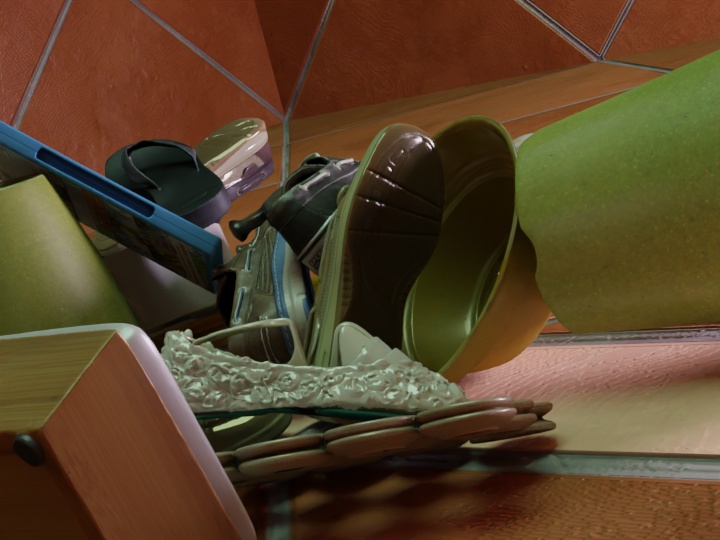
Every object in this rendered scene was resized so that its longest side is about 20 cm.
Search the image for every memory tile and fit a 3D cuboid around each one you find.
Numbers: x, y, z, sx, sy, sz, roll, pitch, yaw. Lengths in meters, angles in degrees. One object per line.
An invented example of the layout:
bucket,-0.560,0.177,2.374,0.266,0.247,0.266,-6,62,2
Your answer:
memory tile,0.000,0.096,0.796,0.199,0.017,0.153,-13,-10,16

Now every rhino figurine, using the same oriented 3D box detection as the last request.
rhino figurine,-0.045,-0.028,1.279,0.087,0.060,0.200,-32,-15,8

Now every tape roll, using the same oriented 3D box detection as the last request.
tape roll,-0.202,0.030,1.282,0.201,0.071,0.202,-23,-2,-1

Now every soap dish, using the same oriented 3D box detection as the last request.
soap dish,-0.162,0.109,0.732,0.199,0.158,0.081,-7,29,37

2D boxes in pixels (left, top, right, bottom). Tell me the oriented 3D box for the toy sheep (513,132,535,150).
toy sheep,0.151,-0.048,1.184,0.137,0.139,0.200,-19,-3,-24

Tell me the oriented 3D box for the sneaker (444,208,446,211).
sneaker,0.038,-0.030,1.164,0.074,0.079,0.200,-50,17,-12

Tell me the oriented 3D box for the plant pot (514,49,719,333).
plant pot,0.200,-0.043,0.893,0.183,0.202,0.200,-13,10,25

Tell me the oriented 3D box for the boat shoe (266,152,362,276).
boat shoe,-0.021,-0.057,1.079,0.071,0.064,0.200,-49,3,16

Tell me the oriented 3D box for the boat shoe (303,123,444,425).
boat shoe,0.002,0.001,0.970,0.073,0.202,0.063,14,-7,-31

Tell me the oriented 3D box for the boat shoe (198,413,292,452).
boat shoe,-0.144,0.105,0.950,0.199,0.063,0.073,-15,10,-5

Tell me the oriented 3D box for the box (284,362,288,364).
box,0.026,0.042,1.124,0.199,0.035,0.110,-21,12,-30

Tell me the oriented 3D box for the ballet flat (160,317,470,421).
ballet flat,-0.031,0.061,0.886,0.199,0.072,0.072,1,12,5

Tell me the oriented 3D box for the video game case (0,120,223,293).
video game case,-0.196,-0.048,1.123,0.018,0.199,0.143,-61,-2,-13

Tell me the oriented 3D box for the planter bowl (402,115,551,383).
planter bowl,0.077,0.004,0.996,0.083,0.202,0.200,22,-7,-26

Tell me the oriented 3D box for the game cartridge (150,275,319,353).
game cartridge,-0.073,0.031,1.245,0.199,0.033,0.176,-24,3,-41

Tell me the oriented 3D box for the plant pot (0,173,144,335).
plant pot,-0.246,0.038,1.067,0.186,0.201,0.187,-14,11,3

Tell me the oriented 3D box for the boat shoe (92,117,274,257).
boat shoe,-0.153,-0.062,1.330,0.200,0.065,0.072,-43,32,-27

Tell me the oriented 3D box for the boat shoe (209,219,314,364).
boat shoe,-0.073,0.010,1.081,0.072,0.073,0.200,-15,19,0

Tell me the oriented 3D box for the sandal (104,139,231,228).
sandal,-0.167,-0.086,1.267,0.076,0.043,0.200,-36,30,-17
